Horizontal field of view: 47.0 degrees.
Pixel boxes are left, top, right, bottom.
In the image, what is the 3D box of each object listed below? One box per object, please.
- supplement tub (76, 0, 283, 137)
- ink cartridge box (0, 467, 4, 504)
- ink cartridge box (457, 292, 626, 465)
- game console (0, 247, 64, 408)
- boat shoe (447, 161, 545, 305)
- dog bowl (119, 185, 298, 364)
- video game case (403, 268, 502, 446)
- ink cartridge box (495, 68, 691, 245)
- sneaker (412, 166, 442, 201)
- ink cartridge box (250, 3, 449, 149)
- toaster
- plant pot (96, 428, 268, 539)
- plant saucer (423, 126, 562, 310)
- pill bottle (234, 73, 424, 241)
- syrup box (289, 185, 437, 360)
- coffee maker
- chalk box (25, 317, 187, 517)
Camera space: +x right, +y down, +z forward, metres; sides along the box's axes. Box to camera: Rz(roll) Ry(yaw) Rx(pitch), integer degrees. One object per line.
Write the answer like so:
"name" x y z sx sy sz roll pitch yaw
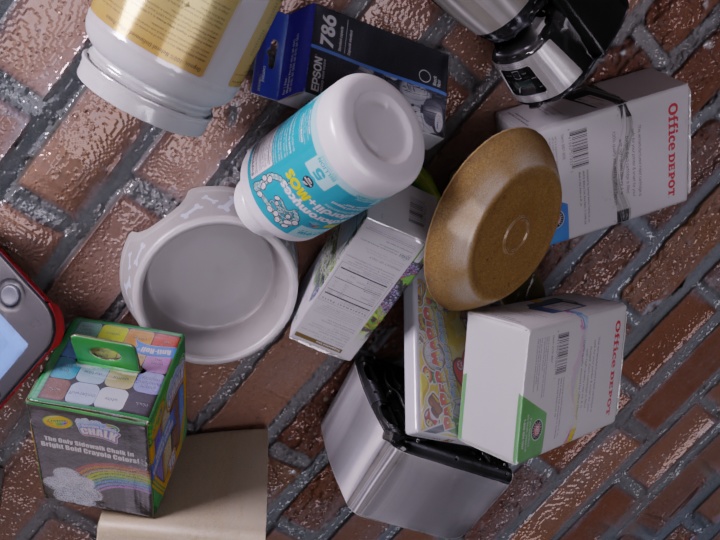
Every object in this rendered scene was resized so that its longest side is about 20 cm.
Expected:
"supplement tub" -0.149 -0.234 0.718 0.144 0.145 0.201 23 107 -27
"ink cartridge box" -0.510 0.282 0.899 0.144 0.084 0.200 36 101 -30
"ink cartridge box" 0.205 0.111 0.915 0.199 0.087 0.147 -7 105 -42
"game console" -0.400 0.062 0.805 0.177 0.031 0.200 44 98 2
"boat shoe" 0.148 -0.033 0.965 0.071 0.066 0.202 -33 106 -14
"dog bowl" -0.158 0.013 0.893 0.198 0.059 0.202 -7 117 -14
"video game case" 0.122 0.100 0.954 0.181 0.202 0.023 18 153 -36
"ink cartridge box" 0.266 -0.129 0.944 0.198 0.084 0.146 -17 121 -8
"sneaker" 0.044 -0.078 0.910 0.083 0.074 0.201 -32 112 11
"ink cartridge box" -0.005 -0.195 0.819 0.198 0.039 0.100 12 72 -24
"toaster" 0.056 0.206 0.991 0.199 0.181 0.119 22 109 -27
"plant pot" -0.209 0.311 0.959 0.175 0.200 0.201 9 114 -10
"plant saucer" 0.145 -0.042 0.833 0.199 0.035 0.202 -26 132 -33
"pill bottle" -0.041 -0.095 0.785 0.110 0.112 0.199 29 147 -28
"syrup box" 0.000 0.000 0.879 0.081 0.079 0.200 22 132 -13
"coffee maker" 0.164 -0.292 0.799 0.200 0.135 0.192 37 100 -30
"chalk box" -0.253 0.134 0.846 0.123 0.124 0.201 11 128 1
